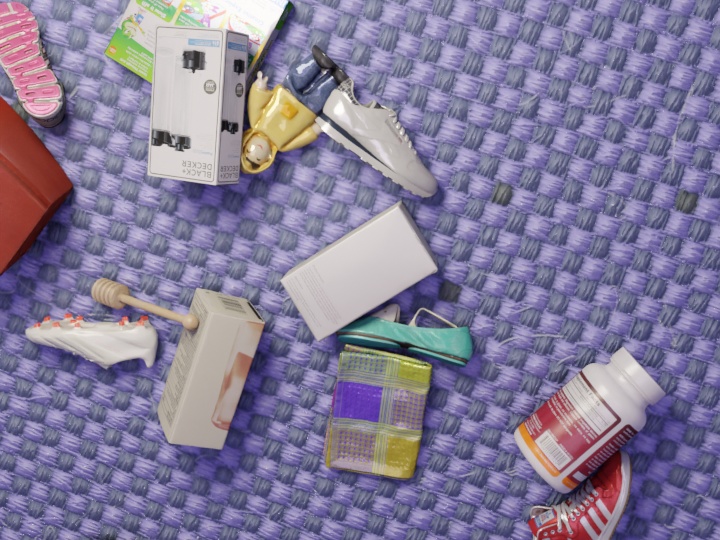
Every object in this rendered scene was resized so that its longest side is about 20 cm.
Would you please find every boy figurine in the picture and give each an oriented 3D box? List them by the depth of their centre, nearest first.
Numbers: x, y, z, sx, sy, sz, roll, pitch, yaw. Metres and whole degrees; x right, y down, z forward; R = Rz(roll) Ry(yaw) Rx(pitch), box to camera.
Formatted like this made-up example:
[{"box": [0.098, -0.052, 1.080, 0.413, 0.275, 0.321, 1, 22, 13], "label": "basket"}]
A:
[{"box": [-0.107, -0.218, 1.179, 0.200, 0.065, 0.124, -44, 117, 6], "label": "boy figurine"}]

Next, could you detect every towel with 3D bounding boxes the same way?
[{"box": [0.025, 0.214, 1.252, 0.142, 0.023, 0.203, 11, 110, 4], "label": "towel"}]

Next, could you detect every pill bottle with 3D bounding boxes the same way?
[{"box": [0.321, 0.206, 1.191, 0.200, 0.113, 0.113, -44, 93, 10], "label": "pill bottle"}]

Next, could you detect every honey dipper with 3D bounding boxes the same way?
[{"box": [-0.307, 0.052, 1.219, 0.198, 0.038, 0.039, 17, 102, 33], "label": "honey dipper"}]

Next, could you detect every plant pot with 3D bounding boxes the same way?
[{"box": [-0.524, -0.108, 1.191, 0.176, 0.200, 0.200, 38, 101, -14], "label": "plant pot"}]

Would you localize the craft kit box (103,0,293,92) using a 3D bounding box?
[{"box": [-0.225, -0.336, 1.190, 0.199, 0.049, 0.199, 32, 98, 0], "label": "craft kit box"}]

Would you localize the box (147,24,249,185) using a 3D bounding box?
[{"box": [-0.217, -0.220, 1.143, 0.115, 0.060, 0.203, 11, 102, 21], "label": "box"}]

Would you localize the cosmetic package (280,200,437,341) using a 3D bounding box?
[{"box": [0.000, 0.000, 1.202, 0.199, 0.085, 0.108, -30, 96, 9], "label": "cosmetic package"}]

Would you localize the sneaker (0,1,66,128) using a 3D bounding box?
[{"box": [-0.470, -0.284, 1.208, 0.073, 0.088, 0.201, -24, 75, -16], "label": "sneaker"}]

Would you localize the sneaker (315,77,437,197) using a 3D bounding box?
[{"box": [0.036, -0.175, 1.163, 0.199, 0.076, 0.081, 34, 93, -19], "label": "sneaker"}]

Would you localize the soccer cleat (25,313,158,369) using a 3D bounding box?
[{"box": [-0.401, 0.109, 1.270, 0.197, 0.069, 0.079, 1, 103, 2], "label": "soccer cleat"}]

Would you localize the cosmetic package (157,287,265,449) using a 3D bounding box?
[{"box": [-0.217, 0.141, 1.227, 0.086, 0.103, 0.202, 15, 104, -28], "label": "cosmetic package"}]

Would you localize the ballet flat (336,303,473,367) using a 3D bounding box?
[{"box": [0.066, 0.086, 1.228, 0.197, 0.067, 0.071, 11, 76, 3], "label": "ballet flat"}]

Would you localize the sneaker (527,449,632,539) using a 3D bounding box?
[{"box": [0.312, 0.341, 1.235, 0.111, 0.071, 0.202, 17, 103, -1], "label": "sneaker"}]
